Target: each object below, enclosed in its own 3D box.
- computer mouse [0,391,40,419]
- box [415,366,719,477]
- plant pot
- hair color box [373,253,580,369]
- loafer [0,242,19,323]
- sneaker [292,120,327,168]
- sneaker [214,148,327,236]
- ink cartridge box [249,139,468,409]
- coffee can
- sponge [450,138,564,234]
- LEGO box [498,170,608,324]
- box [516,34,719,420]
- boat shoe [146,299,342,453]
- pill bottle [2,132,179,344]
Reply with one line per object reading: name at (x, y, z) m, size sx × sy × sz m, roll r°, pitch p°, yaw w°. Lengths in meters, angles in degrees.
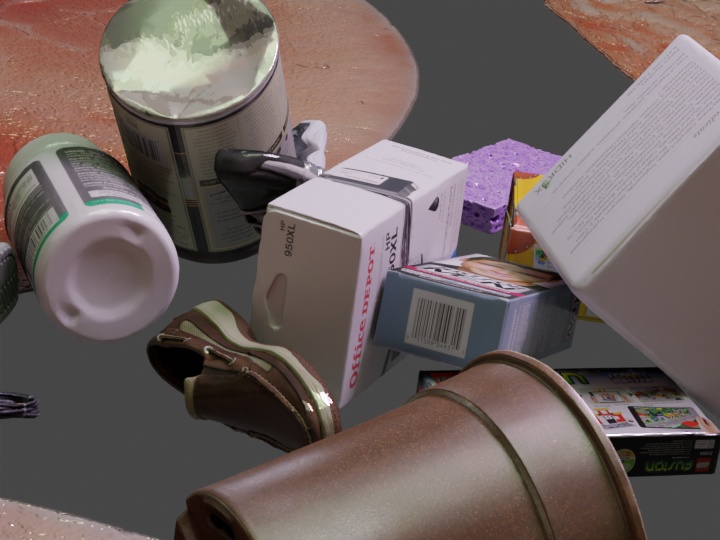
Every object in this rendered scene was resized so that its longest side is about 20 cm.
computer mouse at (-0.310, 0.100, 1.231) m, size 0.198 × 0.034 × 0.058 m, roll 2°, pitch 5°, yaw -27°
box at (0.149, 0.110, 1.335) m, size 0.198 × 0.035 × 0.110 m, roll 0°, pitch 23°, yaw -17°
plant pot at (0.019, 0.164, 0.979) m, size 0.197 × 0.202 × 0.200 m, roll -15°, pitch 30°, yaw -28°
hair color box at (0.095, 0.031, 1.413) m, size 0.098 × 0.061 × 0.200 m, roll 14°, pitch 9°, yaw 21°
loafer at (-0.314, 0.033, 1.343) m, size 0.069 × 0.076 × 0.200 m, roll 0°, pitch 16°, yaw 13°
sneaker at (-0.091, -0.094, 1.695) m, size 0.113 × 0.076 × 0.200 m, roll 9°, pitch 25°, yaw -4°
sneaker at (-0.054, -0.021, 1.464) m, size 0.074 × 0.117 × 0.199 m, roll 6°, pitch -10°, yaw 33°
ink cartridge box at (0.000, 0.000, 1.408) m, size 0.084 × 0.146 × 0.200 m, roll 17°, pitch 24°, yaw 22°
coffee can at (-0.128, -0.122, 1.528) m, size 0.145 × 0.201 × 0.148 m, roll -2°, pitch 57°, yaw 3°
sponge at (0.139, -0.086, 1.814) m, size 0.111 × 0.030 × 0.199 m, roll 22°, pitch 27°, yaw 31°
LEGO box at (0.223, -0.015, 1.604) m, size 0.198 × 0.078 × 0.149 m, roll 9°, pitch 22°, yaw 2°
box at (0.267, -0.030, 1.405) m, size 0.199 × 0.200 × 0.172 m, roll 39°, pitch 12°, yaw -23°
boat shoe at (-0.087, 0.088, 1.285) m, size 0.074 × 0.075 × 0.202 m, roll -21°, pitch 27°, yaw -25°
pill bottle at (-0.220, -0.032, 1.459) m, size 0.112 × 0.114 × 0.200 m, roll -1°, pitch 24°, yaw -21°
